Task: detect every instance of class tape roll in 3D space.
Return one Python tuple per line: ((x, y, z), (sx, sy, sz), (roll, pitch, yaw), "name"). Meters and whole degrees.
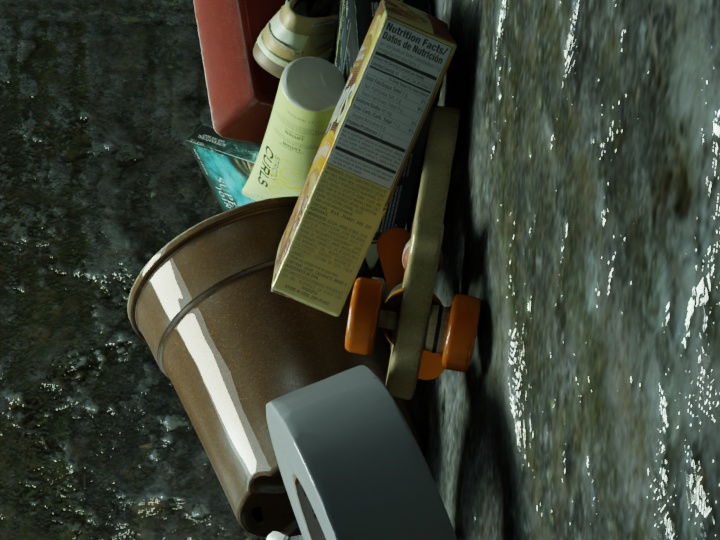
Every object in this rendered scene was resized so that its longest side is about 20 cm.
((0.007, 0.162, 0.941), (0.200, 0.066, 0.201), (159, 90, -80), "tape roll")

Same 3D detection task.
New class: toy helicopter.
((0.043, -0.012, 1.015), (0.132, 0.078, 0.201), (91, -171, -68), "toy helicopter")

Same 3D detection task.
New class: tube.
((-0.051, -0.095, 1.255), (0.058, 0.052, 0.200), (64, 159, 20), "tube")

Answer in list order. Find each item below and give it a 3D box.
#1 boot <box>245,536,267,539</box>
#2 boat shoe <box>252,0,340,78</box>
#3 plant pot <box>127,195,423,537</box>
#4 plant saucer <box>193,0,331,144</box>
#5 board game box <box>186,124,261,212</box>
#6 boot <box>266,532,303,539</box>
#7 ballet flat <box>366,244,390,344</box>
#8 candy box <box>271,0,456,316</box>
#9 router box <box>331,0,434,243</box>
((-0.064, 0.253, 1.492), (0.078, 0.137, 0.201), (-105, 18, -67), "boot")
((-0.018, -0.232, 1.331), (0.076, 0.071, 0.200), (-62, -4, 39), "boat shoe")
((-0.054, 0.082, 1.190), (0.201, 0.199, 0.199), (101, 148, -55), "plant pot")
((-0.058, -0.205, 1.379), (0.037, 0.199, 0.201), (-24, 69, 41), "plant saucer")
((-0.072, -0.039, 1.426), (0.135, 0.028, 0.201), (21, 148, 41), "board game box")
((0.000, 0.181, 1.307), (0.201, 0.090, 0.073), (-65, -27, -21), "boot")
((0.000, 0.000, 1.327), (0.063, 0.068, 0.201), (135, 136, -60), "ballet flat")
((0.001, -0.081, 1.065), (0.116, 0.055, 0.201), (-92, 24, -74), "candy box")
((0.013, -0.140, 1.235), (0.201, 0.062, 0.151), (101, 169, -53), "router box")
